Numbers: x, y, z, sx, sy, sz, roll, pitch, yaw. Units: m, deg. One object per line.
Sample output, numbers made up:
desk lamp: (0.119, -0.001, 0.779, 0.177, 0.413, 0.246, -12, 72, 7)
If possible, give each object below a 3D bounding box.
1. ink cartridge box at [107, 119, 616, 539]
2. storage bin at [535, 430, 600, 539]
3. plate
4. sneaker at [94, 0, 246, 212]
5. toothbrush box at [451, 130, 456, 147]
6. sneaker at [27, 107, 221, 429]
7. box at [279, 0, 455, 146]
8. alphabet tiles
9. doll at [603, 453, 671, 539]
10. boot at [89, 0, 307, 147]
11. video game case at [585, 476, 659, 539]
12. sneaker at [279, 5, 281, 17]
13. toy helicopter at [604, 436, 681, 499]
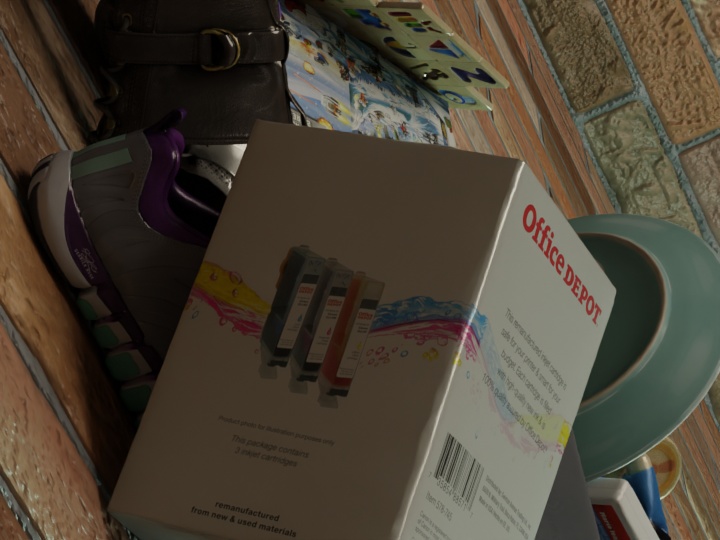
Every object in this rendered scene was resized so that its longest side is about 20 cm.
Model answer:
ink cartridge box: (0.006, 0.056, 1.233, 0.145, 0.144, 0.201, 49, 57, -56)
storage bin: (0.043, 0.147, 1.384, 0.145, 0.135, 0.201, 21, 36, -27)
plate: (0.111, 0.037, 1.522, 0.026, 0.199, 0.201, 56, 15, -40)
sneaker: (-0.088, -0.071, 1.434, 0.082, 0.075, 0.201, -7, 63, -57)
toothbrush box: (0.034, 0.021, 1.696, 0.147, 0.085, 0.201, 86, -6, -51)
sneaker: (-0.075, 0.024, 1.272, 0.075, 0.087, 0.201, -90, 155, -63)
box: (-0.019, -0.085, 1.580, 0.200, 0.040, 0.138, 32, 35, -36)
alphabet tiles: (-0.014, -0.140, 1.650, 0.166, 0.199, 0.006, 36, 67, -46)
doll: (0.143, 0.158, 1.626, 0.200, 0.048, 0.137, 37, 59, -35)
boot: (-0.117, -0.143, 1.361, 0.069, 0.198, 0.175, -93, -171, -74)
video game case: (0.088, 0.164, 1.545, 0.017, 0.199, 0.143, -59, 134, -34)
sneaker: (-0.098, -0.218, 1.403, 0.080, 0.147, 0.200, -30, 72, -38)
toy helicopter: (0.118, 0.167, 1.682, 0.132, 0.200, 0.079, 51, -15, -21)
